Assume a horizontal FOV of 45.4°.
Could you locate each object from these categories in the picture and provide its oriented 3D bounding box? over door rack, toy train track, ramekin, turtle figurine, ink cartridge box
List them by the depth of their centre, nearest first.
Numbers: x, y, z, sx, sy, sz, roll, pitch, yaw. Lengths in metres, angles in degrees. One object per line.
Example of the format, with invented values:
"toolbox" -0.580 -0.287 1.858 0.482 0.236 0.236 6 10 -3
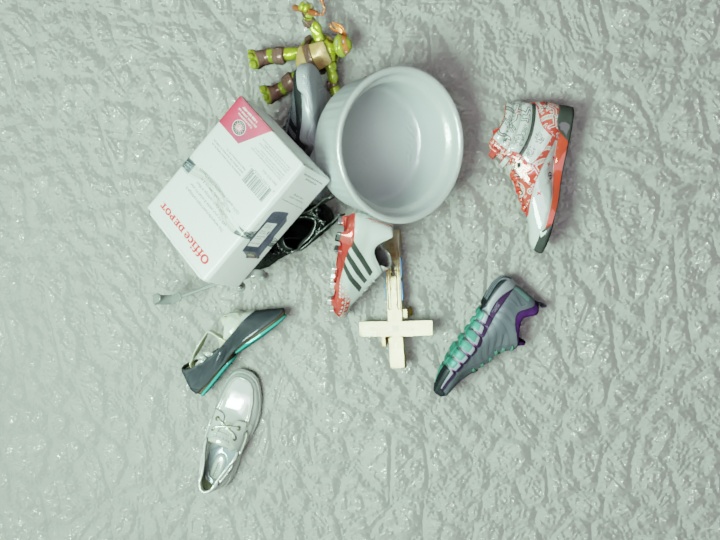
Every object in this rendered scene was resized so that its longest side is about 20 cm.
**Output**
"ink cartridge box" -0.163 -0.100 1.138 0.200 0.084 0.145 -47 67 10
"ramekin" 0.034 -0.169 1.161 0.197 0.097 0.205 -5 101 -30
"turtle figurine" -0.077 -0.308 1.213 0.159 0.065 0.202 -14 119 20
"over door rack" -0.217 -0.041 1.256 0.197 0.066 0.151 -14 76 30
"toy train track" 0.054 0.041 1.271 0.112 0.032 0.204 -2 93 18

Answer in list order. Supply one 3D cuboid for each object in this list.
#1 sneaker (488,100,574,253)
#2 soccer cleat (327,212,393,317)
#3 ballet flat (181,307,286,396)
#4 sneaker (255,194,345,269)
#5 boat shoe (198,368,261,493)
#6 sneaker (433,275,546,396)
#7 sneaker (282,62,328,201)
"sneaker" 0.226 -0.133 1.192 0.106 0.067 0.206 10 98 9
"soccer cleat" 0.000 0.000 1.216 0.083 0.069 0.202 7 136 -2
"ballet flat" -0.200 0.108 1.308 0.200 0.073 0.073 -43 90 16
"sneaker" -0.107 -0.052 1.244 0.197 0.104 0.061 -27 95 13
"boat shoe" -0.205 0.254 1.330 0.070 0.069 0.204 18 101 8
"sneaker" 0.184 0.111 1.237 0.087 0.074 0.202 31 103 -1
"sneaker" -0.105 -0.194 1.214 0.112 0.076 0.203 6 125 14
